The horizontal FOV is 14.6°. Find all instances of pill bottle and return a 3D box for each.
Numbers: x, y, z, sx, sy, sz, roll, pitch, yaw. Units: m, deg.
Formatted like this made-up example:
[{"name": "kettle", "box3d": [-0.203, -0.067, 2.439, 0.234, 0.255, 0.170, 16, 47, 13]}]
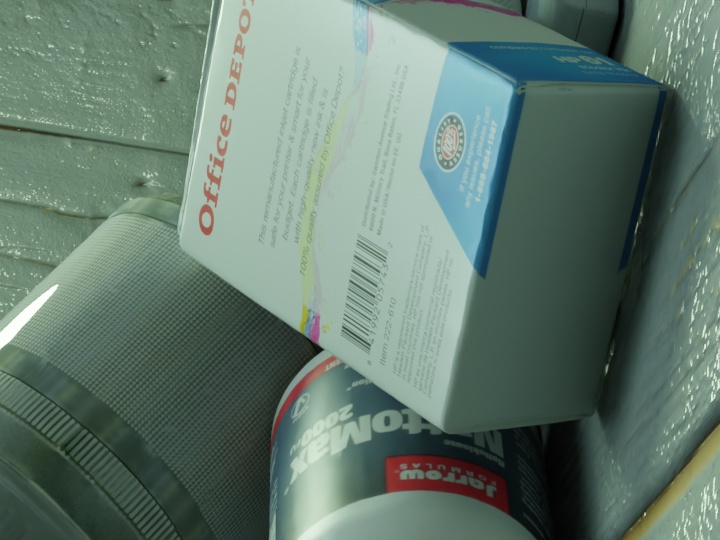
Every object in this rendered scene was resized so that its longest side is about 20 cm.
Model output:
[{"name": "pill bottle", "box3d": [0.022, 0.121, 1.146, 0.200, 0.119, 0.120, -93, 13, -60]}]

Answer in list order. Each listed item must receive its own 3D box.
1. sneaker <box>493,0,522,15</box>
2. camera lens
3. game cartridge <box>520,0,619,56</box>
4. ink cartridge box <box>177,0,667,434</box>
[{"name": "sneaker", "box3d": [0.033, -0.148, 1.329, 0.116, 0.073, 0.200, 114, 163, -57]}, {"name": "camera lens", "box3d": [-0.104, 0.076, 1.281, 0.200, 0.160, 0.160, -46, -10, -24]}, {"name": "game cartridge", "box3d": [0.087, -0.132, 1.308, 0.200, 0.041, 0.133, -89, 6, -55]}, {"name": "ink cartridge box", "box3d": [0.019, -0.041, 1.150, 0.200, 0.084, 0.145, 32, 118, 46]}]
